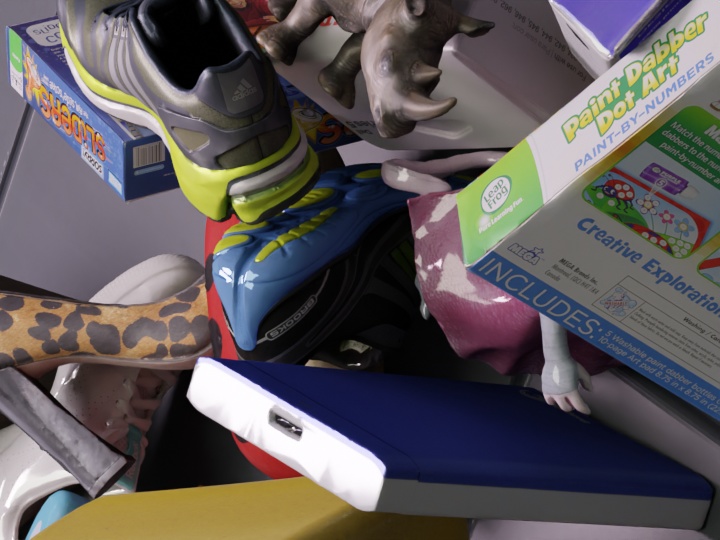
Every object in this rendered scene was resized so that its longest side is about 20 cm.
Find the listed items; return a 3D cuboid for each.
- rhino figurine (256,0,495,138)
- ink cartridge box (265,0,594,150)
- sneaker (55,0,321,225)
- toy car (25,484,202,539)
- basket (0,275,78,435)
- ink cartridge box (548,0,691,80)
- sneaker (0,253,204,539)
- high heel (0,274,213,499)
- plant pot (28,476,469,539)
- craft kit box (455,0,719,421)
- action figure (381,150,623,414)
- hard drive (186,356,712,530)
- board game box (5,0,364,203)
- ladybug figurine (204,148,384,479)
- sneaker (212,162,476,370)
[{"bbox_3d":[0.000,-0.120,1.242,0.088,0.060,0.200,-52,36,14],"label":"rhino figurine"},{"bbox_3d":[0.059,-0.164,1.329,0.145,0.084,0.201,1,63,52],"label":"ink cartridge box"},{"bbox_3d":[-0.083,-0.103,1.306,0.200,0.074,0.081,42,153,46],"label":"sneaker"},{"bbox_3d":[-0.100,0.169,1.488,0.177,0.183,0.200,-58,15,27],"label":"toy car"},{"bbox_3d":[-0.239,0.061,1.616,0.136,0.199,0.181,-43,49,41],"label":"basket"},{"bbox_3d":[0.154,-0.159,1.133,0.043,0.200,0.198,42,92,6],"label":"ink cartridge box"},{"bbox_3d":[-0.136,0.084,1.550,0.200,0.075,0.088,-51,40,-5],"label":"sneaker"},{"bbox_3d":[-0.125,0.001,1.510,0.142,0.071,0.200,42,83,7],"label":"high heel"},{"bbox_3d":[-0.069,0.200,1.238,0.199,0.176,0.201,-8,90,27],"label":"plant pot"},{"bbox_3d":[0.173,-0.027,1.088,0.197,0.199,0.049,-37,39,31],"label":"craft kit box"},{"bbox_3d":[0.114,-0.018,1.234,0.200,0.133,0.150,-38,67,59],"label":"action figure"},{"bbox_3d":[0.041,0.076,1.252,0.132,0.199,0.026,27,104,46],"label":"hard drive"},{"bbox_3d":[-0.058,-0.101,1.425,0.135,0.199,0.035,44,140,47],"label":"board game box"},{"bbox_3d":[-0.034,0.024,1.420,0.071,0.136,0.201,-11,64,10],"label":"ladybug figurine"},{"bbox_3d":[0.000,0.000,1.339,0.070,0.199,0.083,10,113,34],"label":"sneaker"}]
